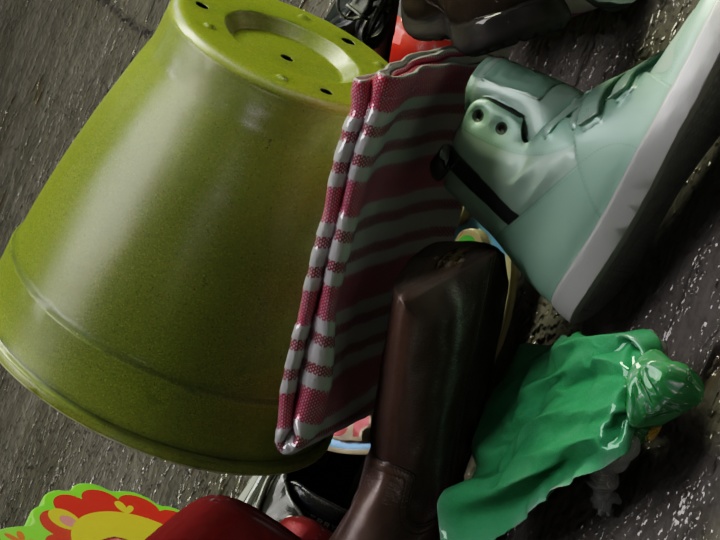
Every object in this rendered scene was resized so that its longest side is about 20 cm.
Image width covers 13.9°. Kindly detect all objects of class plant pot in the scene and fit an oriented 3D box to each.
[{"bbox_3d":[-0.069,-0.031,1.501,0.200,0.200,0.193,-107,39,-61],"label":"plant pot"}]

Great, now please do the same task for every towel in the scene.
[{"bbox_3d":[0.016,-0.012,1.459,0.146,0.030,0.200,-21,-52,-63],"label":"towel"}]

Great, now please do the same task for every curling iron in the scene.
[{"bbox_3d":[-0.006,-0.087,1.655,0.026,0.050,0.200,32,127,29],"label":"curling iron"}]

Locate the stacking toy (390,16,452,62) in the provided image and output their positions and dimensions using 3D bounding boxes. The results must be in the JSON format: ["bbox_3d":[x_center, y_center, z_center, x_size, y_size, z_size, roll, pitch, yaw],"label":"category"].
[{"bbox_3d":[-0.001,-0.078,1.797,0.200,0.085,0.085,-53,24,24],"label":"stacking toy"}]

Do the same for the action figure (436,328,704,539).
[{"bbox_3d":[0.104,0.071,1.367,0.200,0.055,0.118,146,142,-66],"label":"action figure"}]

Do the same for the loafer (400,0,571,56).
[{"bbox_3d":[0.058,-0.152,1.438,0.200,0.073,0.071,-141,34,-76],"label":"loafer"}]

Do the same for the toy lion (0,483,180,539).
[{"bbox_3d":[-0.147,0.190,1.737,0.192,0.200,0.069,52,124,46],"label":"toy lion"}]

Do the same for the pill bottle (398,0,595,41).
[{"bbox_3d":[0.077,-0.181,1.626,0.200,0.104,0.104,-8,63,69],"label":"pill bottle"}]

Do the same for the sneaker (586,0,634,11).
[{"bbox_3d":[0.153,-0.203,1.417,0.077,0.076,0.200,-25,25,52],"label":"sneaker"}]

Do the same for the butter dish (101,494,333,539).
[{"bbox_3d":[-0.059,0.191,1.558,0.148,0.199,0.200,-53,5,-34],"label":"butter dish"}]

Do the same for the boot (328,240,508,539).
[{"bbox_3d":[0.010,0.086,1.430,0.186,0.064,0.200,-34,-38,-60],"label":"boot"}]

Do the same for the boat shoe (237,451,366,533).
[{"bbox_3d":[-0.033,0.138,1.655,0.200,0.071,0.064,-70,17,-7],"label":"boat shoe"}]

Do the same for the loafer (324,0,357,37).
[{"bbox_3d":[0.026,-0.170,1.831,0.201,0.068,0.070,-58,0,44],"label":"loafer"}]

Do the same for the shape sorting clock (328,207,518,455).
[{"bbox_3d":[0.000,0.000,1.600,0.200,0.039,0.200,0,90,37],"label":"shape sorting clock"}]

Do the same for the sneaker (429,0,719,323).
[{"bbox_3d":[0.108,-0.083,1.399,0.074,0.118,0.201,-24,-29,-53],"label":"sneaker"}]
